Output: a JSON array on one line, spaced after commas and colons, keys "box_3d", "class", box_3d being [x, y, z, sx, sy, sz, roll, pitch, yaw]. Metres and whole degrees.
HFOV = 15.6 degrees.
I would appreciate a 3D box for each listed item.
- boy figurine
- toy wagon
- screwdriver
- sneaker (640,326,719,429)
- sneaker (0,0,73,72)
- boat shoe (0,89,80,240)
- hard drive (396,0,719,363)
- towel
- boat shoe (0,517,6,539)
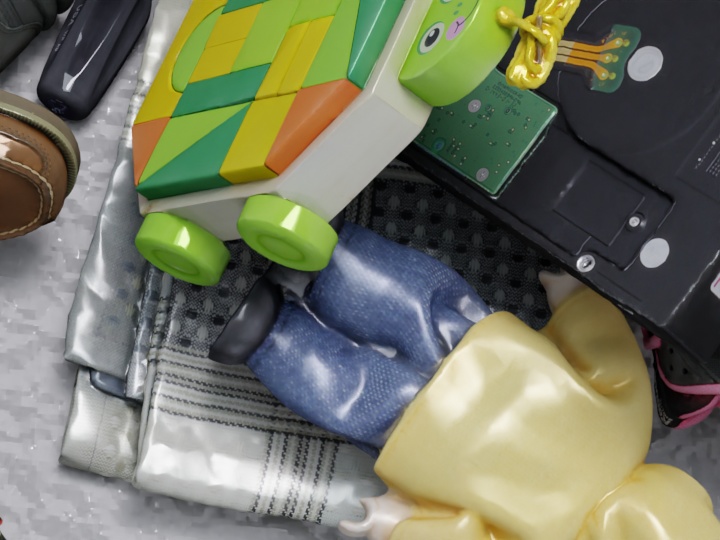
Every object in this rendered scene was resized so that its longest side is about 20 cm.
[{"box_3d": [0.051, 0.052, 0.898, 0.200, 0.064, 0.125, 33, 81, 0], "class": "boy figurine"}, {"box_3d": [-0.004, -0.074, 0.865, 0.040, 0.200, 0.156, 33, 69, -26], "class": "toy wagon"}, {"box_3d": [-0.072, -0.142, 1.014, 0.028, 0.029, 0.200, 25, 64, 1], "class": "screwdriver"}, {"box_3d": [0.119, 0.004, 0.916, 0.200, 0.079, 0.096, 40, 100, 24], "class": "sneaker"}, {"box_3d": [-0.182, -0.149, 0.977, 0.099, 0.071, 0.200, -34, 83, -21], "class": "sneaker"}, {"box_3d": [-0.199, -0.024, 0.915, 0.199, 0.072, 0.068, 1, 44, 4], "class": "boat shoe"}, {"box_3d": [0.083, -0.073, 0.883, 0.200, 0.038, 0.140, 35, 88, 42], "class": "hard drive"}, {"box_3d": [0.000, 0.000, 0.953, 0.199, 0.035, 0.193, 11, 74, -4], "class": "towel"}, {"box_3d": [-0.152, 0.097, 0.884, 0.063, 0.074, 0.202, 8, 68, -18], "class": "boat shoe"}]
